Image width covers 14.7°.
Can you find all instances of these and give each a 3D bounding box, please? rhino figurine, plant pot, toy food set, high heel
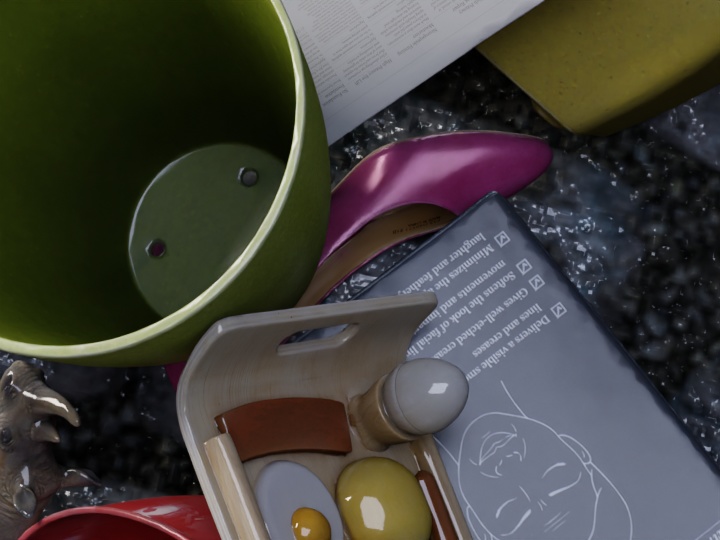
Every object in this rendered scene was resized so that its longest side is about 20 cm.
[{"bbox_3d":[-0.178,0.088,1.222,0.060,0.200,0.088,-15,85,-44],"label":"rhino figurine"},{"bbox_3d":[0.124,-0.171,1.272,0.195,0.194,0.200,43,100,8],"label":"plant pot"},{"bbox_3d":[-0.087,-0.034,1.179,0.187,0.200,0.188,-4,75,14],"label":"plant pot"},{"bbox_3d":[0.018,0.109,1.118,0.060,0.143,0.200,-31,75,36],"label":"toy food set"},{"bbox_3d":[0.000,0.000,1.286,0.199,0.067,0.096,-15,69,1],"label":"high heel"}]

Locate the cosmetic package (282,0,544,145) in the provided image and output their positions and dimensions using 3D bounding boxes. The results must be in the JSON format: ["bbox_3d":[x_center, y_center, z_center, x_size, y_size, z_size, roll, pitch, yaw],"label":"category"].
[{"bbox_3d":[0.038,-0.138,1.190,0.200,0.051,0.083,-31,97,33],"label":"cosmetic package"}]

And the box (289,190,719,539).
[{"bbox_3d":[0.061,0.093,1.251,0.148,0.107,0.200,-36,80,-8],"label":"box"}]

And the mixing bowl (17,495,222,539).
[{"bbox_3d":[-0.053,0.174,1.196,0.108,0.200,0.200,-28,77,-45],"label":"mixing bowl"}]
